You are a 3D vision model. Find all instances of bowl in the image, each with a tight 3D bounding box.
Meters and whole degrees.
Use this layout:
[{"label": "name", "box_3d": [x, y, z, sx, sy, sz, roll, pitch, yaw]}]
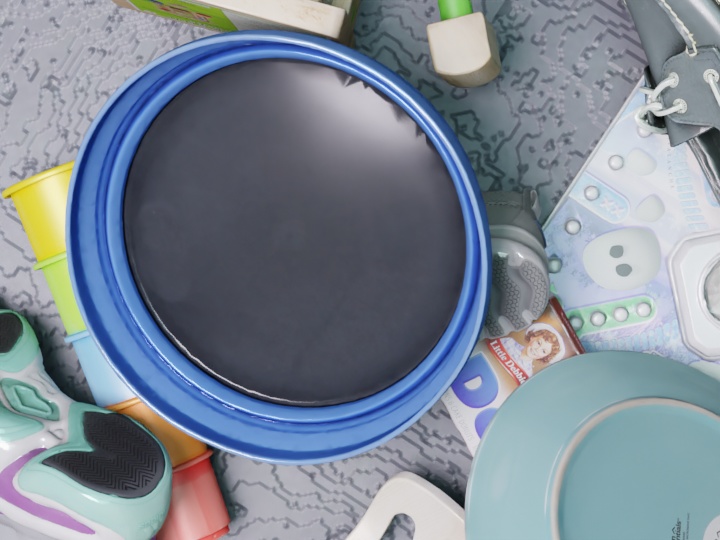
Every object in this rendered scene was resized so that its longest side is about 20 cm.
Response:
[{"label": "bowl", "box_3d": [-0.036, -0.011, 0.781, 0.200, 0.039, 0.201, 5, 108, 15]}]

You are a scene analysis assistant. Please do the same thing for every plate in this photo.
[{"label": "plate", "box_3d": [0.142, 0.125, 0.778, 0.200, 0.026, 0.201, 11, 60, -19]}]

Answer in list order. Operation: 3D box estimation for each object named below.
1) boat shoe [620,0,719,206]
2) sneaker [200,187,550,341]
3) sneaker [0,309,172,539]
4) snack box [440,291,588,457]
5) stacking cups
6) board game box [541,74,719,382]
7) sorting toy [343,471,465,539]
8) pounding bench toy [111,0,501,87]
[{"label": "boat shoe", "box_3d": [0.163, -0.079, 0.806, 0.062, 0.073, 0.200, -37, 94, -1]}, {"label": "sneaker", "box_3d": [0.000, 0.000, 0.850, 0.199, 0.082, 0.075, -3, 125, 17]}, {"label": "sneaker", "box_3d": [-0.180, 0.106, 0.854, 0.200, 0.078, 0.140, 38, 131, 31]}, {"label": "snack box", "box_3d": [0.109, 0.113, 0.845, 0.072, 0.024, 0.200, -28, 96, 15]}, {"label": "stacking cups", "box_3d": [-0.113, 0.042, 0.854, 0.060, 0.061, 0.200, -23, 91, 3]}, {"label": "board game box", "box_3d": [0.190, 0.010, 0.855, 0.200, 0.026, 0.200, 34, 92, 2]}, {"label": "sorting toy", "box_3d": [0.031, 0.202, 0.836, 0.200, 0.107, 0.180, -39, 78, 11]}, {"label": "pounding bench toy", "box_3d": [-0.012, -0.184, 0.813, 0.200, 0.124, 0.156, 15, 91, 2]}]
